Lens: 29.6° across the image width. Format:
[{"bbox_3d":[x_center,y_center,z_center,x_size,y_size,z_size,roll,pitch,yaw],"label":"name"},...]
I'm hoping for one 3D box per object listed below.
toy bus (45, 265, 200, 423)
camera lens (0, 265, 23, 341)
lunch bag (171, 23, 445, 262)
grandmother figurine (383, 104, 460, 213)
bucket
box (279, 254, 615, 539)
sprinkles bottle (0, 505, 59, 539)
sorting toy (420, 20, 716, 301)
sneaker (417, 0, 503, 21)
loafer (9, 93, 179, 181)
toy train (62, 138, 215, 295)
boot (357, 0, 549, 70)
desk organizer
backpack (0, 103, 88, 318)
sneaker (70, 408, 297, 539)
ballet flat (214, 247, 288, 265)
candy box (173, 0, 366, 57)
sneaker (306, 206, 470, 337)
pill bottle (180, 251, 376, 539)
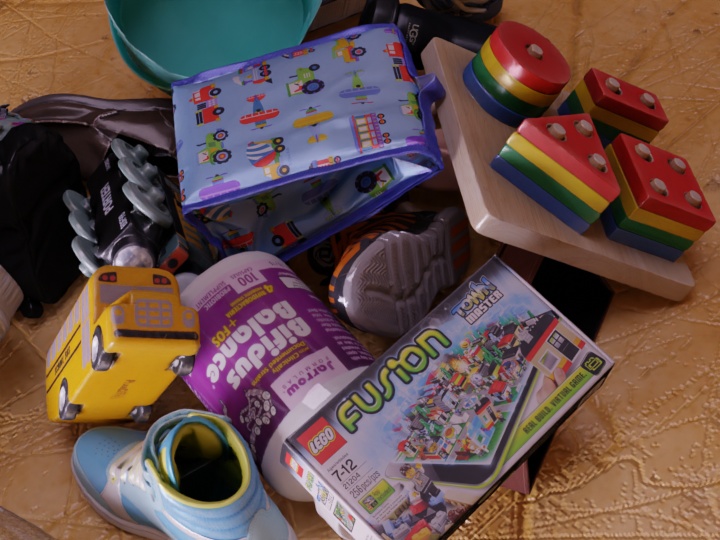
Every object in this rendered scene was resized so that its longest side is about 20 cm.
[{"bbox_3d":[-0.169,0.056,0.950,0.065,0.200,0.079,4,65,-23],"label":"toy bus"},{"bbox_3d":[-0.366,0.055,1.001,0.159,0.160,0.201,23,69,31],"label":"camera lens"},{"bbox_3d":[-0.032,-0.105,1.020,0.199,0.094,0.151,-23,46,11],"label":"lunch bag"},{"bbox_3d":[0.051,-0.090,1.139,0.198,0.061,0.122,4,58,20],"label":"grandmother figurine"},{"bbox_3d":[-0.130,-0.246,1.194,0.205,0.135,0.209,1,82,-7],"label":"bucket"},{"bbox_3d":[0.057,0.090,0.863,0.110,0.035,0.200,42,63,15],"label":"box"},{"bbox_3d":[-0.251,0.195,0.926,0.199,0.069,0.068,20,54,29],"label":"sprinkles bottle"},{"bbox_3d":[0.161,-0.095,1.023,0.198,0.070,0.201,17,40,-28],"label":"sorting toy"},{"bbox_3d":[0.092,-0.252,1.214,0.077,0.200,0.076,45,102,19],"label":"sneaker"},{"bbox_3d":[-0.236,-0.112,1.214,0.198,0.073,0.071,-5,46,10],"label":"loafer"},{"bbox_3d":[-0.164,-0.029,1.059,0.085,0.114,0.200,-46,27,7],"label":"toy train"},{"bbox_3d":[0.078,-0.188,1.208,0.167,0.077,0.200,17,3,-8],"label":"boot"},{"bbox_3d":[0.116,0.055,0.974,0.076,0.072,0.201,14,51,22],"label":"desk organizer"},{"bbox_3d":[-0.326,-0.065,1.149,0.199,0.168,0.126,15,34,29],"label":"backpack"},{"bbox_3d":[-0.133,0.128,0.919,0.199,0.131,0.080,21,55,31],"label":"sneaker"},{"bbox_3d":[-0.086,-0.044,1.117,0.071,0.072,0.201,-6,45,7],"label":"ballet flat"},{"bbox_3d":[-0.099,-0.306,1.314,0.199,0.072,0.169,-23,83,-9],"label":"candy box"},{"bbox_3d":[0.000,0.000,1.029,0.111,0.078,0.200,2,13,26],"label":"sneaker"},{"bbox_3d":[-0.042,0.087,0.944,0.112,0.113,0.200,-33,56,-19],"label":"pill bottle"}]
